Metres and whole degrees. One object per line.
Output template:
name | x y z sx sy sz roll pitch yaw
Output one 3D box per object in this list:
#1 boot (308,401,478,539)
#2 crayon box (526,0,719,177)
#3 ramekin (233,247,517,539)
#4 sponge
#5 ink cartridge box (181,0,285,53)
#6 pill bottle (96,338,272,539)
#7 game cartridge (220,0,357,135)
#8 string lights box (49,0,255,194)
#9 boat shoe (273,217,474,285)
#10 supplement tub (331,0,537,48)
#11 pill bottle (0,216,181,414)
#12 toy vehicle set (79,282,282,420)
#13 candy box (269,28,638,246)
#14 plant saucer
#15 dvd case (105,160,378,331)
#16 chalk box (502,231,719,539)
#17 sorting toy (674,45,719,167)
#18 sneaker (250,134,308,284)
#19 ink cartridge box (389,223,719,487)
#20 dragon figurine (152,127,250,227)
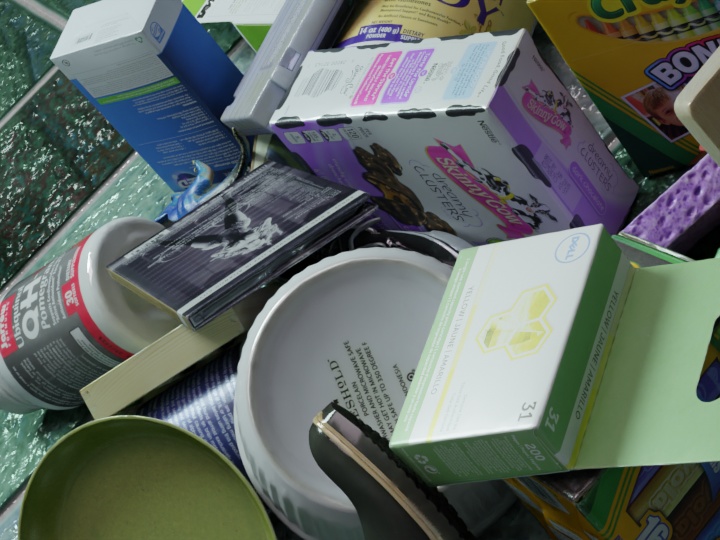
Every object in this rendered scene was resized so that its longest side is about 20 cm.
boot | 0.007 0.189 1.082 0.138 0.200 0.077 -42 0 4
crayon box | 0.236 -0.158 1.236 0.199 0.173 0.059 -15 43 32
ramekin | 0.014 0.078 1.182 0.201 0.094 0.204 -2 75 7
sponge | 0.197 -0.027 1.201 0.200 0.112 0.030 -42 79 1
ink cartridge box | -0.058 -0.249 1.690 0.199 0.076 0.148 7 58 48
pill bottle | -0.077 0.111 1.301 0.199 0.111 0.111 -32 37 14
game cartridge | -0.036 -0.193 1.434 0.201 0.038 0.130 -61 18 -3
string lights box | -0.146 -0.134 1.544 0.102 0.200 0.059 -10 47 35
boat shoe | 0.000 -0.003 1.336 0.198 0.068 0.074 22 107 28
supplement tub | 0.057 -0.180 1.450 0.145 0.146 0.201 -9 47 37
pill bottle | -0.220 0.044 1.491 0.199 0.110 0.111 -29 34 42
toy vehicle set | -0.109 0.054 1.358 0.124 0.027 0.200 -32 -4 14
candy box | 0.065 -0.079 1.318 0.199 0.168 0.072 0 52 43
plant saucer | -0.133 0.188 1.244 0.199 0.201 0.031 -21 2 26
dvd case | -0.086 -0.021 1.317 0.148 0.016 0.200 -34 20 -14
chalk box | 0.178 0.069 1.099 0.200 0.124 0.125 -48 35 -10
sorting toy | 0.290 -0.099 1.113 0.199 0.200 0.070 -49 22 -10
sneaker | -0.037 -0.084 1.503 0.089 0.067 0.202 2 66 9
ink cartridge box | 0.124 0.041 1.033 0.199 0.048 0.146 -12 43 40
dragon figurine | -0.139 -0.031 1.515 0.200 0.059 0.100 -37 18 51
